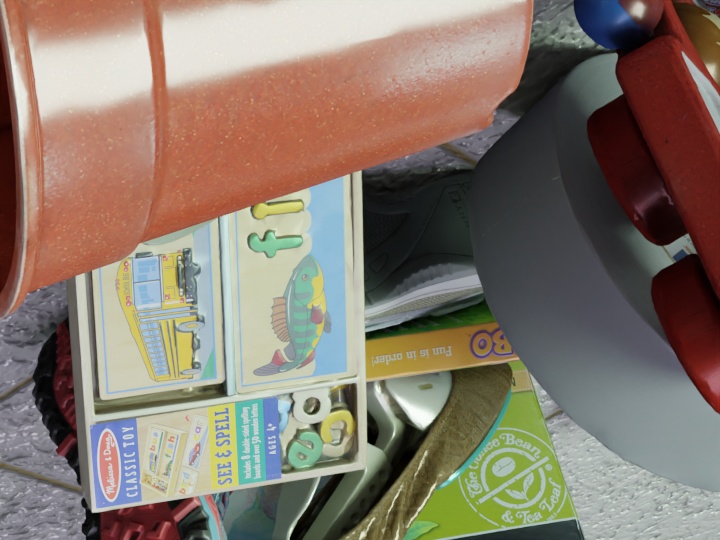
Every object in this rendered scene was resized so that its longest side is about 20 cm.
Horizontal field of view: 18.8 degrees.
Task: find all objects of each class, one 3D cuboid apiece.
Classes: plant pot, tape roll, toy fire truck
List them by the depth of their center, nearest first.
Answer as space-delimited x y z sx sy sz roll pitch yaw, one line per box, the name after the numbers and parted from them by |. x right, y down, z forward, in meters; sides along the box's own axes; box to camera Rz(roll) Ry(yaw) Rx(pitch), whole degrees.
-0.057 -0.101 0.758 0.195 0.201 0.201 -13 150 -22 | plant pot
0.143 -0.047 0.843 0.112 0.201 0.168 -28 150 16 | toy fire truck
0.145 -0.001 0.999 0.200 0.201 0.066 10 141 -38 | tape roll

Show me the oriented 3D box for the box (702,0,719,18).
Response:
0.121 -0.166 0.876 0.199 0.039 0.137 5 142 -34 | box

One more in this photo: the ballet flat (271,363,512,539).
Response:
0.007 0.097 1.093 0.068 0.200 0.072 -1 132 51 | ballet flat

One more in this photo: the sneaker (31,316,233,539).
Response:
-0.086 0.107 1.059 0.079 0.201 0.095 -39 146 28 | sneaker

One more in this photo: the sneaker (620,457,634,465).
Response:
0.230 0.053 1.259 0.199 0.081 0.084 -22 139 3 | sneaker

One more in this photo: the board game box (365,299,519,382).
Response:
0.026 0.032 1.097 0.199 0.030 0.096 -5 -171 -3 | board game box

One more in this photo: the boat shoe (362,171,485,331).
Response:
0.000 -0.001 1.054 0.201 0.075 0.065 -12 153 -27 | boat shoe

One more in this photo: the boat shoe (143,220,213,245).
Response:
-0.034 -0.088 0.887 0.201 0.072 0.070 -34 160 -27 | boat shoe

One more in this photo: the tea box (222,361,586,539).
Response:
0.004 0.154 1.183 0.199 0.197 0.134 -8 149 -17 | tea box

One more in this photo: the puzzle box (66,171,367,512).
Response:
-0.064 0.003 0.960 0.133 0.025 0.201 -8 111 -16 | puzzle box
